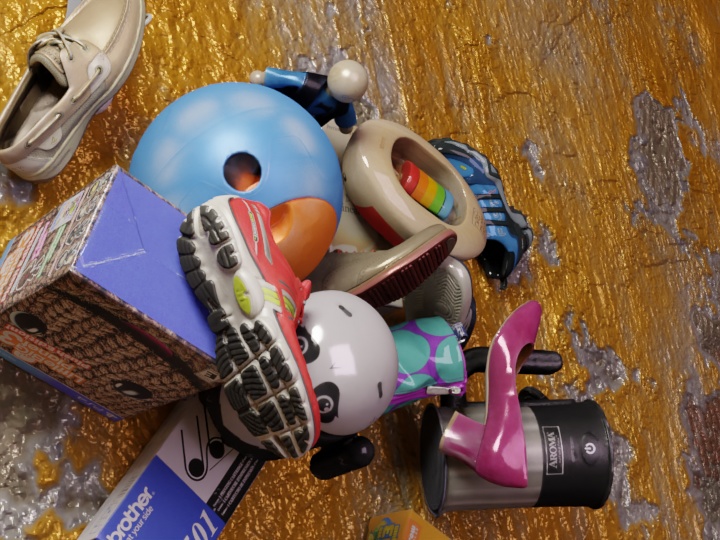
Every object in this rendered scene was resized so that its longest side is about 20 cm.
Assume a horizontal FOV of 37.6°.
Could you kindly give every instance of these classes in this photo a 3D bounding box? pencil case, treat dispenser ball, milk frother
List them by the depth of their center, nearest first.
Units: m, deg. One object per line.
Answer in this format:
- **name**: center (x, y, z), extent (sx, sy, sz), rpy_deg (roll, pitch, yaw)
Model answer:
- **treat dispenser ball**: center (-0.114, -0.071, 0.975), extent (0.199, 0.200, 0.204), rpy_deg (17, 63, -37)
- **pencil case**: center (0.011, 0.110, 1.057), extent (0.197, 0.086, 0.093), rpy_deg (-16, 44, -18)
- **milk frother**: center (0.157, 0.196, 1.187), extent (0.185, 0.201, 0.183), rpy_deg (1, 57, -9)

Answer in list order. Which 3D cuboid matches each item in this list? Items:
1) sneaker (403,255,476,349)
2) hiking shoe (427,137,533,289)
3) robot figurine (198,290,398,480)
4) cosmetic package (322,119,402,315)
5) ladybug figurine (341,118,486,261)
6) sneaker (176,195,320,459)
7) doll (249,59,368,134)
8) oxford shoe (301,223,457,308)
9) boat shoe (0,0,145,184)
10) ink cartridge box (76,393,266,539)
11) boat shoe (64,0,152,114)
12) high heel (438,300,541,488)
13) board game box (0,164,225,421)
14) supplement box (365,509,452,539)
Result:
- **sneaker**: center (0.095, 0.032, 1.146), extent (0.075, 0.201, 0.085), rpy_deg (35, 60, 15)
- **hiking shoe**: center (0.142, -0.076, 1.305), extent (0.200, 0.074, 0.087), rpy_deg (47, 48, -20)
- **robot figurine**: center (-0.057, 0.093, 0.905), extent (0.149, 0.199, 0.126), rpy_deg (30, 54, -29)
- **cosmetic package**: center (-0.019, -0.053, 1.147), extent (0.104, 0.071, 0.203), rpy_deg (8, 69, -40)
- **ladybug figurine**: center (0.054, -0.074, 1.116), extent (0.199, 0.072, 0.137), rpy_deg (37, 42, -25)
- **sneaker**: center (-0.063, 0.037, 0.790), extent (0.084, 0.076, 0.203), rpy_deg (-17, 88, -49)
- **doll**: center (-0.062, -0.159, 1.057), extent (0.135, 0.199, 0.049), rpy_deg (19, 62, -36)
- **oxford shoe**: center (0.000, 0.000, 1.033), extent (0.198, 0.071, 0.075), rpy_deg (-30, 65, -5)
- **boat shoe**: center (-0.255, -0.175, 0.924), extent (0.202, 0.071, 0.065), rpy_deg (-61, 159, -9)
- **ink cartridge box**: center (-0.156, 0.192, 0.945), extent (0.094, 0.044, 0.201), rpy_deg (48, 48, -17)
- **boat shoe**: center (-0.243, -0.245, 1.014), extent (0.068, 0.073, 0.203), rpy_deg (12, 71, -61)
- **high heel**: center (0.163, 0.122, 1.071), extent (0.201, 0.095, 0.068), rpy_deg (-54, 155, -30)
- **board game box**: center (-0.198, 0.028, 0.859), extent (0.159, 0.199, 0.098), rpy_deg (36, 53, -27)
- **supplement box**: center (0.089, 0.330, 1.107), extent (0.199, 0.068, 0.067), rpy_deg (39, 49, -23)
